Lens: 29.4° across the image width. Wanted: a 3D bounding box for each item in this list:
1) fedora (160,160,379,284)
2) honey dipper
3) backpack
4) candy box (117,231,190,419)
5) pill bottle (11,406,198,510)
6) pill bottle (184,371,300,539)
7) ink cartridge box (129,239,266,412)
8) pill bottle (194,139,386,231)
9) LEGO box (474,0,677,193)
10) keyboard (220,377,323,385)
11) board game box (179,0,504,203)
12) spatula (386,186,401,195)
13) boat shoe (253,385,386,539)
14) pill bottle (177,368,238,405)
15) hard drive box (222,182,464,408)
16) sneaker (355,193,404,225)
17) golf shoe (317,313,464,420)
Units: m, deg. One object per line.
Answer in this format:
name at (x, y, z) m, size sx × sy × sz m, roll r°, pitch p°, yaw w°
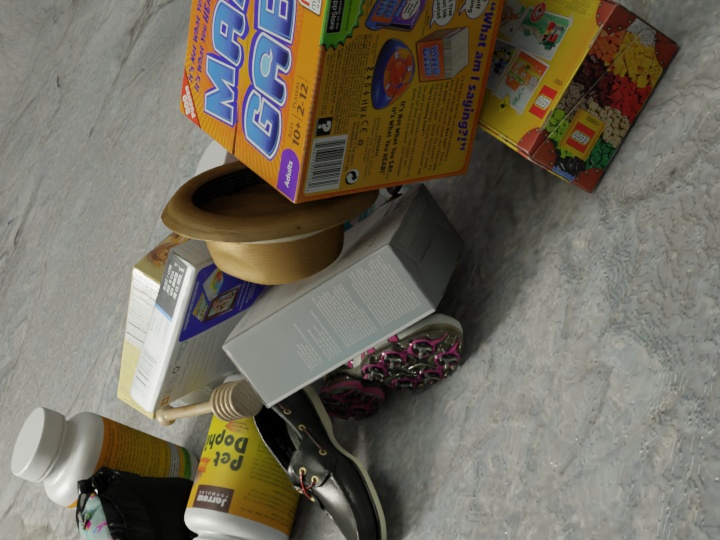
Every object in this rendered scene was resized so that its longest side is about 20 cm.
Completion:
fedora at (-0.079, -0.041, 1.249) m, size 0.201 × 0.199 × 0.083 m, roll -129°, pitch 28°, yaw -60°
honey dipper at (-0.157, 0.138, 1.376) m, size 0.199 × 0.038 × 0.038 m, roll -20°, pitch 51°, yaw 58°
backpack at (-0.219, 0.310, 1.470) m, size 0.200 × 0.165 × 0.128 m, roll -125°, pitch 45°, yaw -56°
candy box at (-0.196, 0.049, 1.448) m, size 0.115 × 0.055 × 0.201 m, roll -47°, pitch -20°, yaw -45°
pill bottle at (-0.299, 0.231, 1.599) m, size 0.111 × 0.199 × 0.112 m, roll -40°, pitch 36°, yaw 38°
pill bottle at (-0.112, 0.212, 1.386) m, size 0.109 × 0.109 × 0.202 m, roll -16°, pitch 54°, yaw 55°
ink cartridge box at (-0.132, 0.030, 1.390) m, size 0.043 × 0.199 × 0.199 m, roll 39°, pitch 129°, yaw 23°
pill bottle at (-0.076, -0.071, 1.457) m, size 0.111 × 0.199 × 0.112 m, roll -40°, pitch 36°, yaw 37°
LEGO box at (0.173, -0.178, 1.241) m, size 0.150 × 0.077 × 0.200 m, roll -60°, pitch 28°, yaw 10°
keyboard at (-0.086, 0.113, 1.482) m, size 0.200 × 0.056 × 0.011 m, roll -35°, pitch 9°, yaw 44°
board game box at (-0.019, -0.204, 1.224) m, size 0.200 × 0.198 × 0.202 m, roll 39°, pitch 128°, yaw 42°
spatula at (0.023, -0.110, 1.467) m, size 0.057 × 0.020 × 0.200 m, roll -53°, pitch 19°, yaw 7°
boat shoe at (-0.039, 0.189, 1.280) m, size 0.202 × 0.063 × 0.074 m, roll 53°, pitch 143°, yaw 40°
pill bottle at (-0.173, 0.058, 1.616) m, size 0.116 × 0.116 × 0.202 m, roll 19°, pitch 85°, yaw 62°
hard drive box at (-0.013, 0.021, 1.286) m, size 0.199 × 0.077 × 0.156 m, roll -31°, pitch 13°, yaw 26°
sneaker at (0.000, 0.000, 1.412) m, size 0.200 × 0.078 × 0.078 m, roll -41°, pitch 28°, yaw 26°
golf shoe at (0.025, 0.071, 1.300) m, size 0.199 × 0.072 × 0.093 m, roll -30°, pitch 43°, yaw 47°
